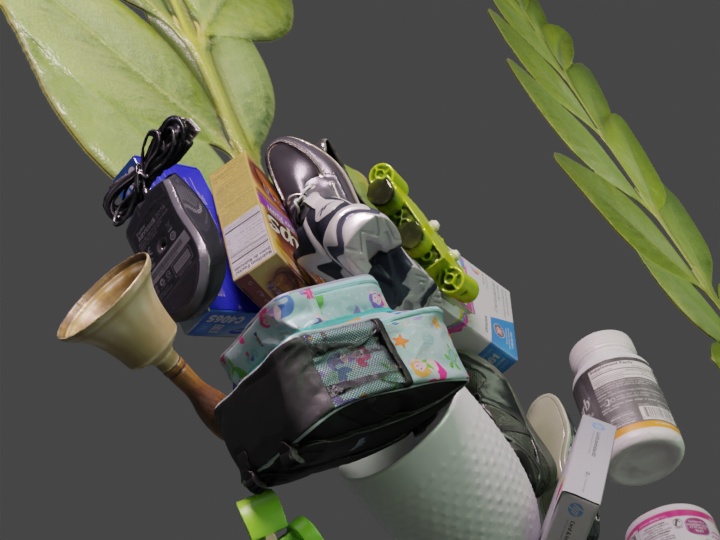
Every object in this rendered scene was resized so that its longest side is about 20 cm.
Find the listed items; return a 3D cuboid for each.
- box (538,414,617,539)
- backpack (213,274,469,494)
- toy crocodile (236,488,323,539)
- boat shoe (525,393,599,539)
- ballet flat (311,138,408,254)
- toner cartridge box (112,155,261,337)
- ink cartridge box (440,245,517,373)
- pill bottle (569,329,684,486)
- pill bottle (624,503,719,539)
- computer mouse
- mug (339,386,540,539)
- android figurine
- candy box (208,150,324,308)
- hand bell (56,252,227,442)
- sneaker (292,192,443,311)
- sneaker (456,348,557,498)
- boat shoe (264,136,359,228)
[{"bbox_3d":[0.200,0.266,1.119,0.041,0.201,0.156,19,24,11],"label":"box"},{"bbox_3d":[-0.014,0.094,0.966,0.199,0.178,0.151,-7,66,-33],"label":"backpack"},{"bbox_3d":[-0.041,0.271,0.926,0.067,0.062,0.200,-35,82,-23],"label":"toy crocodile"},{"bbox_3d":[0.250,0.242,1.350,0.066,0.074,0.200,30,32,-33],"label":"boat shoe"},{"bbox_3d":[-0.003,-0.059,1.226,0.200,0.057,0.066,50,33,13],"label":"ballet flat"},{"bbox_3d":[-0.173,-0.024,1.146,0.095,0.043,0.200,6,47,-51],"label":"toner cartridge box"},{"bbox_3d":[0.093,0.040,1.387,0.200,0.085,0.145,34,30,-20],"label":"ink cartridge box"},{"bbox_3d":[0.358,0.185,1.532,0.116,0.116,0.200,28,32,-31],"label":"pill bottle"},{"bbox_3d":[0.389,0.386,1.310,0.113,0.113,0.200,30,32,-28],"label":"pill bottle"},{"bbox_3d":[-0.171,-0.036,1.060,0.053,0.138,0.200,15,41,-46],"label":"computer mouse"},{"bbox_3d":[0.094,0.202,1.107,0.176,0.147,0.200,51,25,-14],"label":"mug"},{"bbox_3d":[0.071,-0.037,1.266,0.182,0.041,0.200,57,10,25],"label":"android figurine"},{"bbox_3d":[-0.093,-0.025,1.167,0.117,0.056,0.200,50,12,-37],"label":"candy box"},{"bbox_3d":[-0.161,0.092,0.989,0.200,0.104,0.104,50,25,-21],"label":"hand bell"},{"bbox_3d":[0.000,0.000,1.086,0.130,0.079,0.199,37,-12,46],"label":"sneaker"},{"bbox_3d":[0.143,0.179,1.281,0.200,0.076,0.114,58,23,10],"label":"sneaker"},{"bbox_3d":[-0.042,-0.069,1.181,0.200,0.073,0.063,54,14,17],"label":"boat shoe"}]
